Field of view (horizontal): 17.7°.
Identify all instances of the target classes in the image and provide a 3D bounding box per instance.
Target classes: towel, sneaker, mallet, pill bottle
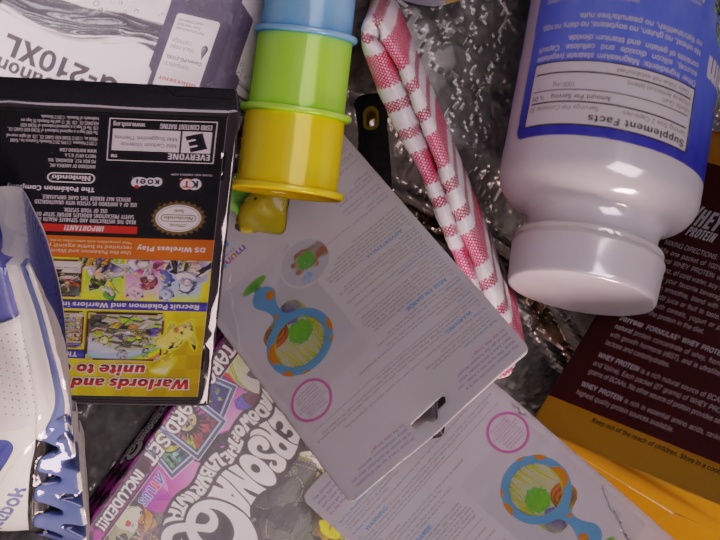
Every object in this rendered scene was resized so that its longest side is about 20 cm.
[{"bbox_3d":[0.040,-0.049,1.228,0.030,0.146,0.201,-22,99,5],"label":"towel"},{"bbox_3d":[-0.197,0.064,1.128,0.114,0.081,0.200,-7,127,-5],"label":"sneaker"},{"bbox_3d":[0.000,0.000,1.243,0.065,0.041,0.201,-12,67,5],"label":"mallet"},{"bbox_3d":[0.137,-0.082,1.259,0.111,0.112,0.201,15,75,-20],"label":"pill bottle"}]

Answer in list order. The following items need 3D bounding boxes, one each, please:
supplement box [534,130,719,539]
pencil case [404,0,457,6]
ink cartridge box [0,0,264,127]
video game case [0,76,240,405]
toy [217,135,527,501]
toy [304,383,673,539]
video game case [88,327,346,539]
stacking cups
[{"bbox_3d":[0.241,0.057,1.255,0.133,0.197,0.201,40,77,-39],"label":"supplement box"},{"bbox_3d":[0.058,-0.181,1.202,0.090,0.200,0.083,28,88,-11],"label":"pencil case"},{"bbox_3d":[-0.125,-0.127,1.193,0.144,0.084,0.201,22,84,-20],"label":"ink cartridge box"},{"bbox_3d":[-0.166,-0.012,1.144,0.199,0.026,0.182,2,125,-10],"label":"video game case"},{"bbox_3d":[-0.007,0.020,1.190,0.115,0.200,0.047,-41,147,2],"label":"toy"},{"bbox_3d":[0.081,0.149,1.231,0.200,0.047,0.115,40,76,19],"label":"toy"},{"bbox_3d":[-0.047,0.137,1.253,0.181,0.036,0.200,40,78,-18],"label":"video game case"},{"bbox_3d":[-0.027,-0.137,1.164,0.060,0.060,0.201,7,86,-20],"label":"stacking cups"}]
